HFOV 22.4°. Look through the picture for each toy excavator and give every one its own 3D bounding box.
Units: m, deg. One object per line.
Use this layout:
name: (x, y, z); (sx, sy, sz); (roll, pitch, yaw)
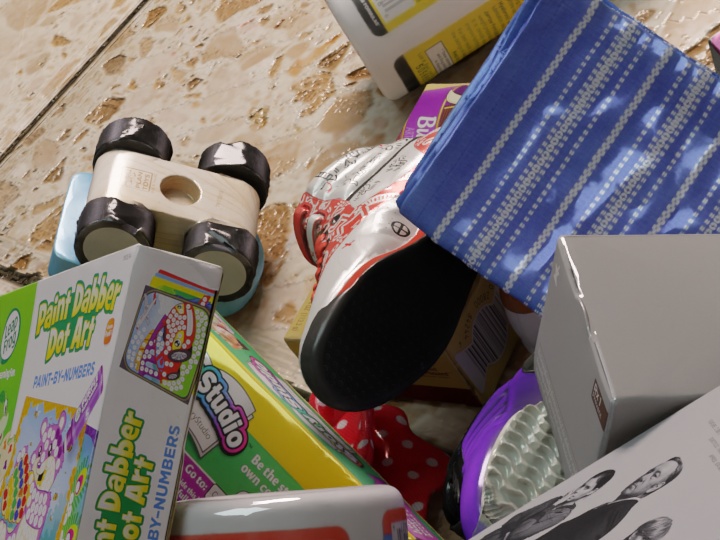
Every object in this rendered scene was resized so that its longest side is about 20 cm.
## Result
toy excavator: (-0.166, 0.007, 1.148); (0.193, 0.201, 0.100); (14, 42, -10)

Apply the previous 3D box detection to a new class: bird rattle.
bird rattle: (-0.055, 0.127, 0.959); (0.199, 0.113, 0.164); (15, 70, 31)

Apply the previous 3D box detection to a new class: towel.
towel: (0.131, -0.034, 0.859); (0.200, 0.024, 0.145); (36, 92, 15)

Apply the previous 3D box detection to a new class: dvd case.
dvd case: (0.109, 0.089, 0.625); (0.199, 0.025, 0.150); (-32, 11, 5)

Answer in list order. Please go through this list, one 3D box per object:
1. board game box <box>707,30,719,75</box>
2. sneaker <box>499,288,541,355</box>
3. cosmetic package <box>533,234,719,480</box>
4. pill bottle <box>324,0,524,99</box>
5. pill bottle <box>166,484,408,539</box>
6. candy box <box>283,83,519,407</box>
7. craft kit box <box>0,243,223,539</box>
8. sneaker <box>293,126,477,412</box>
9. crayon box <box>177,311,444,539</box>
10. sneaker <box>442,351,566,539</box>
board game box: (0.296, -0.113, 0.897); (0.200, 0.064, 0.148); (-36, 62, 0)
sneaker: (0.157, -0.035, 0.946); (0.200, 0.085, 0.073); (-38, 35, -5)
cosmetic package: (0.181, 0.045, 0.766); (0.198, 0.091, 0.107); (-2, 40, -5)
pill bottle: (0.074, -0.207, 1.172); (0.199, 0.111, 0.112); (-31, 37, 5)
pill bottle: (-0.029, 0.194, 0.757); (0.112, 0.112, 0.202); (-8, 83, 32)
candy box: (0.054, -0.020, 1.033); (0.116, 0.057, 0.201); (2, 52, 40)
craft kit box: (-0.133, 0.099, 0.796); (0.200, 0.048, 0.199); (-16, 59, 61)
sneaker: (0.001, 0.000, 0.939); (0.107, 0.067, 0.202); (-7, 36, 42)
crayon box: (-0.083, 0.132, 0.885); (0.173, 0.058, 0.200); (-49, 63, 4)
sneaker: (0.074, 0.101, 0.843); (0.100, 0.070, 0.200); (-46, 1, 27)
